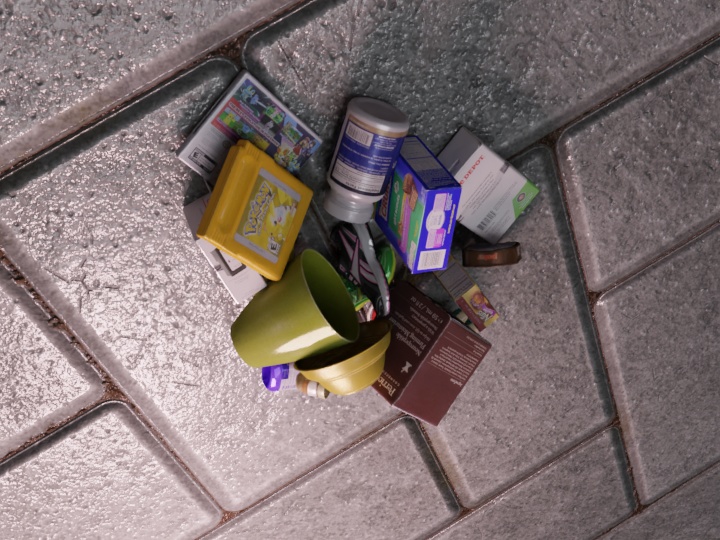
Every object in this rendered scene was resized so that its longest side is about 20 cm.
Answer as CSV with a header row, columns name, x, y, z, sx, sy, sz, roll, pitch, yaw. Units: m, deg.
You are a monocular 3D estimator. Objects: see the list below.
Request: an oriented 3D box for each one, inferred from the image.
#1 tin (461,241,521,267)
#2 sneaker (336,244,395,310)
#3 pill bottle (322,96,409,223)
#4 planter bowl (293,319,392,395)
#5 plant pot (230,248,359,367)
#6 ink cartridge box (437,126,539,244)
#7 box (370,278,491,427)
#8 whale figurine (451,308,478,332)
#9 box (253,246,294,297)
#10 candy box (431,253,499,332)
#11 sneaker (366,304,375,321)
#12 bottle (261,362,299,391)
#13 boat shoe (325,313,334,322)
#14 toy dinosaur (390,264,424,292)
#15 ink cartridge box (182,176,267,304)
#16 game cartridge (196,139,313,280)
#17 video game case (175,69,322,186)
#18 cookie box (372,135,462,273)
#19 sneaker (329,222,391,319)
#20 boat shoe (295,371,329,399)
name,x,y,z,sx,sy,sz,roll,pitch,yaw
tin,0.266,-0.033,1.750,0.110,0.200,0.043,2,97,15
sneaker,-0.009,0.026,1.719,0.200,0.074,0.083,-45,134,9
pill bottle,0.004,-0.193,1.542,0.114,0.116,0.202,4,122,-28
planter bowl,-0.019,0.172,1.603,0.198,0.200,0.085,-24,102,-9
plant pot,-0.132,0.091,1.588,0.198,0.189,0.187,-30,133,17
ink cartridge box,0.229,-0.163,1.695,0.199,0.084,0.146,29,107,-39
box,0.114,0.161,1.698,0.164,0.165,0.201,32,94,-46
whale figurine,0.180,0.137,1.895,0.198,0.104,0.161,-13,136,-49
box,-0.162,-0.020,1.625,0.074,0.050,0.203,-9,126,-19
candy box,0.187,0.019,1.728,0.056,0.201,0.117,-37,132,5
sneaker,0.057,0.143,1.827,0.076,0.085,0.203,-8,124,-21
bottle,-0.104,0.201,1.803,0.197,0.065,0.085,-3,120,-25
boat shoe,-0.123,0.124,1.710,0.198,0.072,0.066,-22,134,14
toy dinosaur,0.079,0.063,1.753,0.100,0.058,0.203,23,86,-32
ink cartridge box,-0.245,-0.055,1.516,0.067,0.116,0.201,-29,130,-3
game cartridge,-0.172,-0.099,1.467,0.199,0.032,0.179,34,72,-52
video game case,-0.186,-0.211,1.485,0.183,0.023,0.199,-49,129,5
cookie box,0.098,-0.123,1.582,0.074,0.201,0.173,-5,125,-21
sneaker,0.000,0.000,1.662,0.085,0.203,0.080,-19,169,5
boat shoe,-0.071,0.164,1.739,0.067,0.201,0.076,10,133,14
